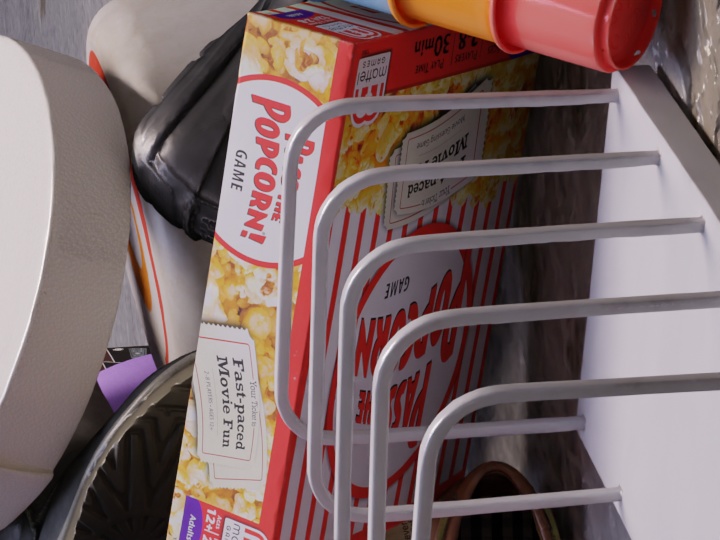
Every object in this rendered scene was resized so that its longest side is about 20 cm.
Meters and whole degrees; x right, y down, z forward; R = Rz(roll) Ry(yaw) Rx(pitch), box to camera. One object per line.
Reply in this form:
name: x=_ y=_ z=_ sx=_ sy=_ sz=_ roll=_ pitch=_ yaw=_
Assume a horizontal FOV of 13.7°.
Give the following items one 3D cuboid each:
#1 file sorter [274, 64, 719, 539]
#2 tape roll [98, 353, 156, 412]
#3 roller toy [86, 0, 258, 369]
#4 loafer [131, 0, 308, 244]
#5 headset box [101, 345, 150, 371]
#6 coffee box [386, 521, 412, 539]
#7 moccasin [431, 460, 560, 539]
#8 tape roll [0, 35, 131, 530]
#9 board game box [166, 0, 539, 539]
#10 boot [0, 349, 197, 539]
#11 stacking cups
file sorter: x=0.053 y=0.044 z=0.913 sx=0.200 sy=0.124 sz=0.139 roll=-114 pitch=24 yaw=-59
tape roll: x=-0.072 y=0.138 z=1.346 sx=0.066 sy=0.199 sz=0.201 roll=-120 pitch=29 yaw=-63
roller toy: x=-0.030 y=-0.035 z=1.253 sx=0.183 sy=0.139 sz=0.201 roll=-116 pitch=16 yaw=-54
loafer: x=-0.005 y=-0.091 z=1.137 sx=0.201 sy=0.070 sz=0.068 roll=-52 pitch=-16 yaw=-10
headset box: x=-0.089 y=0.114 z=1.422 sx=0.077 sy=0.199 sz=0.150 roll=-133 pitch=41 yaw=-72
coffee box: x=-0.051 y=0.162 z=1.221 sx=0.080 sy=0.199 sz=0.115 roll=75 pitch=-179 yaw=-48
moccasin: x=0.055 y=0.169 z=1.078 sx=0.078 sy=0.073 sz=0.202 roll=95 pitch=178 yaw=-68
tape roll: x=-0.154 y=0.008 z=1.178 sx=0.203 sy=0.037 sz=0.204 roll=-30 pitch=53 yaw=49
board game box: x=0.000 y=0.000 z=1.074 sx=0.151 sy=0.046 sz=0.201 roll=-22 pitch=-54 yaw=-58
boot: x=-0.113 y=0.051 z=1.195 sx=0.182 sy=0.072 sz=0.200 roll=-52 pitch=33 yaw=20
stacking cups: x=0.004 y=-0.106 z=0.997 sx=0.199 sy=0.060 sz=0.061 roll=23 pitch=125 yaw=29
